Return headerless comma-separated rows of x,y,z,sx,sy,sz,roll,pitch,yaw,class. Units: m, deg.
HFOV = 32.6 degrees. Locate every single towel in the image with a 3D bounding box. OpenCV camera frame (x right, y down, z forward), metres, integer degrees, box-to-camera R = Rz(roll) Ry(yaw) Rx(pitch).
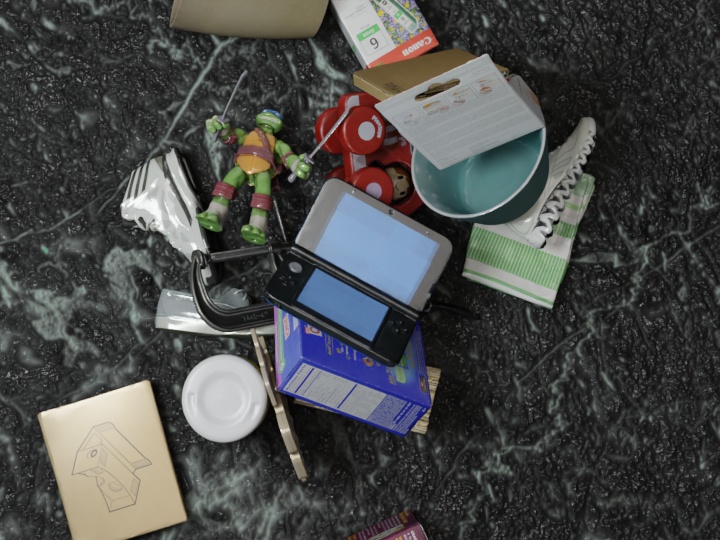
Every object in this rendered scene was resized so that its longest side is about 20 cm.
0.240,-0.063,1.770,0.151,0.023,0.203,19,85,0,towel

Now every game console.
0.000,0.000,1.605,0.198,0.171,0.119,28,124,1,game console

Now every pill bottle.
-0.175,0.169,1.646,0.110,0.200,0.113,0,85,-3,pill bottle

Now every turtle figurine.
-0.144,-0.149,1.658,0.143,0.199,0.196,26,71,-29,turtle figurine

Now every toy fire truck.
0.037,-0.160,1.728,0.166,0.112,0.203,-12,99,-22,toy fire truck

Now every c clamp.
-0.161,0.000,1.695,0.199,0.027,0.173,-17,81,-43,c clamp

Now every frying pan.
0.072,0.033,1.742,0.031,0.189,0.115,-58,45,20,frying pan

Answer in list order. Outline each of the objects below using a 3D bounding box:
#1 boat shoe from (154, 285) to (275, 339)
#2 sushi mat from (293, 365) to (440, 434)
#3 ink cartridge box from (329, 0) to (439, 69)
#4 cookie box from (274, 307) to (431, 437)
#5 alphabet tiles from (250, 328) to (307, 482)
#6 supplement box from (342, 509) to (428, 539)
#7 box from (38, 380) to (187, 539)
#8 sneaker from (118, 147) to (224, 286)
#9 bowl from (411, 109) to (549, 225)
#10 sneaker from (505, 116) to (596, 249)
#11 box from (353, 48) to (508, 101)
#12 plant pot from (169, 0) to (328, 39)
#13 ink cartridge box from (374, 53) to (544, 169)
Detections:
-0.187,0.056,1.720,0.198,0.070,0.073,4,82,-3,boat shoe
0.009,0.163,1.748,0.197,0.012,0.097,14,86,-1,sushi mat
0.050,-0.323,1.769,0.108,0.050,0.202,-29,87,-4,ink cartridge box
-0.013,0.110,1.642,0.198,0.172,0.075,23,125,-22,cookie box
-0.106,0.179,1.642,0.014,0.201,0.197,-19,127,-3,alphabet tiles
0.006,0.418,1.669,0.198,0.131,0.104,-24,88,-3,supplement box
-0.344,0.273,1.713,0.161,0.021,0.203,-16,87,-3,box
-0.269,-0.059,1.736,0.114,0.076,0.203,-22,83,8,sneaker
0.179,-0.143,1.692,0.198,0.105,0.203,-13,61,25,bowl
0.270,-0.134,1.736,0.080,0.075,0.202,28,83,11,sneaker
0.091,-0.260,1.654,0.161,0.200,0.022,-15,110,-11,box
-0.146,-0.399,1.718,0.197,0.187,0.190,16,85,-15,plant pot
0.125,-0.212,1.565,0.161,0.200,0.051,-21,59,21,ink cartridge box
